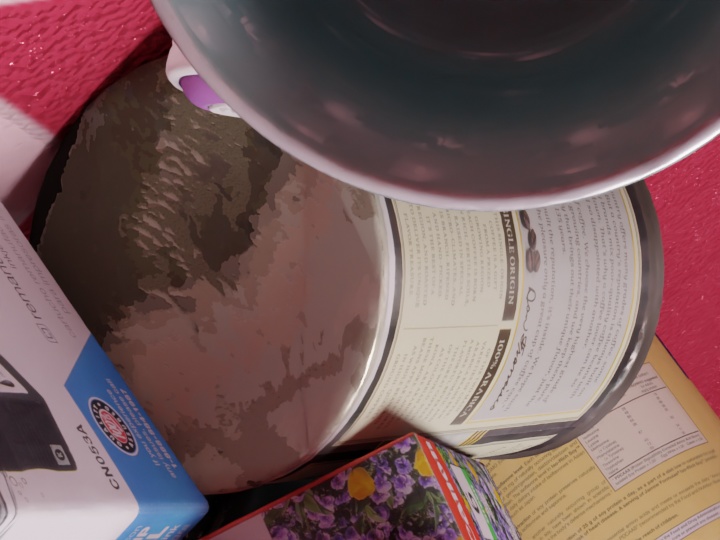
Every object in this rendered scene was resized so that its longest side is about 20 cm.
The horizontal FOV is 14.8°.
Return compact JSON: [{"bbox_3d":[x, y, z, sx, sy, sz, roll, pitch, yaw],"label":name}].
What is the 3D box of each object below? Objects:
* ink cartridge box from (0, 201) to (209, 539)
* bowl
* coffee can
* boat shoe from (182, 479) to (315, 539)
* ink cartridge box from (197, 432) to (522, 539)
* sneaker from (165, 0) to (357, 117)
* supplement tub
[{"bbox_3d":[-0.157,0.041,0.827,0.084,0.145,0.200,-42,159,18],"label":"ink cartridge box"},{"bbox_3d":[0.036,-0.118,0.762,0.201,0.201,0.105,-37,180,3],"label":"bowl"},{"bbox_3d":[0.000,0.000,0.990,0.146,0.147,0.200,-45,158,24],"label":"coffee can"},{"bbox_3d":[-0.077,0.073,1.012,0.066,0.199,0.075,-5,-114,66],"label":"boat shoe"},{"bbox_3d":[-0.013,0.100,0.925,0.109,0.051,0.200,-27,167,7],"label":"ink cartridge box"},{"bbox_3d":[0.032,-0.095,0.870,0.199,0.100,0.075,0,177,-34],"label":"sneaker"},{"bbox_3d":[0.108,0.106,1.326,0.145,0.200,0.146,-31,160,-12],"label":"supplement tub"}]
